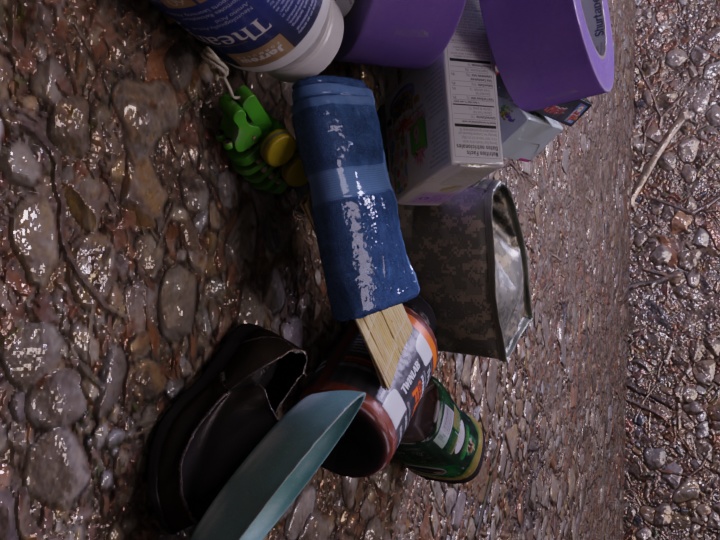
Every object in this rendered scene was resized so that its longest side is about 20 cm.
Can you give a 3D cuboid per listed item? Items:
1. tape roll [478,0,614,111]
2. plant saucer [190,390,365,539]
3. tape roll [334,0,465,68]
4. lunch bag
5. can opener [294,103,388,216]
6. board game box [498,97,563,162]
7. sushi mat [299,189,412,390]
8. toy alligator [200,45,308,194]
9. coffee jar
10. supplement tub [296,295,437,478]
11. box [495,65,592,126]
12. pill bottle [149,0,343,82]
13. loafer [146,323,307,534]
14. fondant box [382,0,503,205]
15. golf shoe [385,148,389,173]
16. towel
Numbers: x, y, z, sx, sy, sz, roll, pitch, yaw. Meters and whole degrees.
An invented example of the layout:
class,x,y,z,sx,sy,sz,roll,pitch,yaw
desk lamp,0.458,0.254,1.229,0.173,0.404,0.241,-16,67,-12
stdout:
class,x,y,z,sx,sy,sz,roll,pitch,yaw
tape roll,0.179,-0.261,0.918,0.200,0.084,0.203,36,48,-56
plant saucer,-0.070,0.163,0.730,0.201,0.036,0.200,-51,170,-12
tape roll,0.024,-0.286,0.852,0.200,0.084,0.204,-179,-90,-70
lunch bag,0.094,-0.018,1.065,0.118,0.162,0.203,-47,133,-48
can opener,-0.013,-0.122,0.956,0.201,0.053,0.068,-63,146,-46
board game box,0.138,-0.226,1.136,0.201,0.064,0.147,54,22,15
sushi mat,0.000,0.000,0.866,0.202,0.012,0.096,66,30,-25
toy alligator,-0.092,-0.109,0.788,0.054,0.059,0.200,-44,149,2
coffee jar,0.076,0.184,1.104,0.200,0.103,0.086,49,51,-57
supplement tub,0.015,0.103,0.962,0.201,0.105,0.108,-57,140,-49
box,0.162,-0.240,1.067,0.198,0.038,0.138,9,44,-47
pill bottle,-0.090,-0.217,0.713,0.200,0.109,0.113,29,65,-62
loafer,-0.099,0.116,0.750,0.201,0.070,0.074,-64,146,-43
fondant box,0.074,-0.179,0.934,0.144,0.057,0.203,152,-62,-67
golf shoe,0.064,-0.143,1.104,0.200,0.076,0.089,-51,141,-54
towel,-0.004,-0.061,0.810,0.111,0.048,0.203,-14,93,-64
